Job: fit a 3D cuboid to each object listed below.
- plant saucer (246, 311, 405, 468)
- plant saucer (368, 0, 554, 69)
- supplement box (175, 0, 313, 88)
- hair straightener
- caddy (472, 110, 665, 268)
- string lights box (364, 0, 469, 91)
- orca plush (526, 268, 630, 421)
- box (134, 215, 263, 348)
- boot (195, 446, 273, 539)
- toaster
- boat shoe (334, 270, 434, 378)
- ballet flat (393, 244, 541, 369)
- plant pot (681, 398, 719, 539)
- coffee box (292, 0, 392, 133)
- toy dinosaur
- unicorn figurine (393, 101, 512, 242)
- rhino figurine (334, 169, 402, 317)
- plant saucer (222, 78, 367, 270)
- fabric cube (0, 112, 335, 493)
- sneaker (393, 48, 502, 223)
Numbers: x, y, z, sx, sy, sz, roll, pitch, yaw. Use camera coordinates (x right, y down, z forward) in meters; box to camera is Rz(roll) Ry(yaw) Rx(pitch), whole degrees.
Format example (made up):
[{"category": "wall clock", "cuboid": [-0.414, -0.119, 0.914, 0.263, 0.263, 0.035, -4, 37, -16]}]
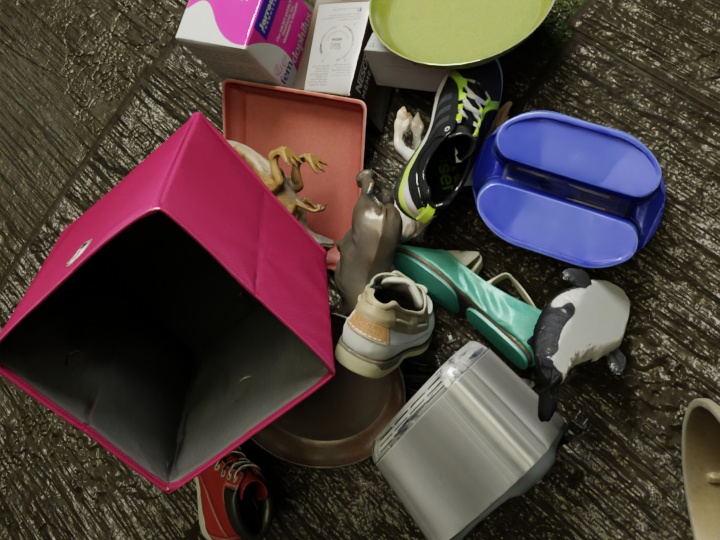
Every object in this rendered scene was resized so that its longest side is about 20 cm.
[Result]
[{"category": "plant saucer", "cuboid": [-0.048, 0.125, 0.770, 0.196, 0.032, 0.204, 3, 116, 5]}, {"category": "plant saucer", "cuboid": [0.107, -0.282, 0.744, 0.196, 0.031, 0.204, -7, 60, 12]}, {"category": "supplement box", "cuboid": [-0.112, -0.266, 0.845, 0.102, 0.200, 0.103, 17, 85, 25]}, {"category": "hair straightener", "cuboid": [0.091, 0.105, 0.762, 0.197, 0.041, 0.079, 10, 99, 31]}, {"category": "caddy", "cuboid": [0.208, -0.083, 0.719, 0.197, 0.105, 0.144, 20, 101, 13]}, {"category": "string lights box", "cuboid": [0.090, -0.305, 0.816, 0.101, 0.059, 0.203, 13, 67, 25]}, {"category": "orca plush", "cuboid": [0.191, 0.072, 0.665, 0.106, 0.200, 0.071, 49, 133, -9]}, {"category": "box", "cuboid": [-0.165, 0.000, 0.794, 0.147, 0.201, 0.125, -28, 29, 14]}, {"category": "boot", "cuboid": [-0.148, 0.198, 0.789, 0.144, 0.071, 0.204, -36, 66, 55]}, {"category": "toaster", "cuboid": [0.103, 0.161, 0.674, 0.129, 0.113, 0.201, 45, 120, 13]}, {"category": "boat shoe", "cuboid": [0.038, 0.040, 0.691, 0.074, 0.200, 0.070, 24, 107, 10]}, {"category": "ballet flat", "cuboid": [0.125, 0.022, 0.762, 0.070, 0.068, 0.199, -42, 63, -18]}, {"category": "plant pot", "cuboid": [0.375, 0.195, 0.552, 0.180, 0.201, 0.205, -7, 75, 9]}, {"category": "coffee box", "cuboid": [-0.002, -0.283, 0.850, 0.078, 0.114, 0.204, 11, 82, 25]}, {"category": "toy dinosaur", "cuboid": [-0.099, -0.103, 0.805, 0.201, 0.060, 0.106, 52, 127, 4]}, {"category": "unicorn figurine", "cuboid": [0.086, -0.115, 0.791, 0.196, 0.074, 0.140, -16, 87, 12]}, {"category": "rhino figurine", "cuboid": [0.000, 0.000, 0.774, 0.088, 0.059, 0.203, -100, 21, -53]}, {"category": "plant saucer", "cuboid": [-0.076, -0.115, 0.845, 0.196, 0.037, 0.204, 15, 115, 26]}, {"category": "fabric cube", "cuboid": [-0.155, 0.022, 0.620, 0.195, 0.200, 0.201, -36, 27, 16]}, {"category": "sneaker", "cuboid": [0.104, -0.135, 0.716, 0.071, 0.083, 0.203, 26, 83, -18]}]
